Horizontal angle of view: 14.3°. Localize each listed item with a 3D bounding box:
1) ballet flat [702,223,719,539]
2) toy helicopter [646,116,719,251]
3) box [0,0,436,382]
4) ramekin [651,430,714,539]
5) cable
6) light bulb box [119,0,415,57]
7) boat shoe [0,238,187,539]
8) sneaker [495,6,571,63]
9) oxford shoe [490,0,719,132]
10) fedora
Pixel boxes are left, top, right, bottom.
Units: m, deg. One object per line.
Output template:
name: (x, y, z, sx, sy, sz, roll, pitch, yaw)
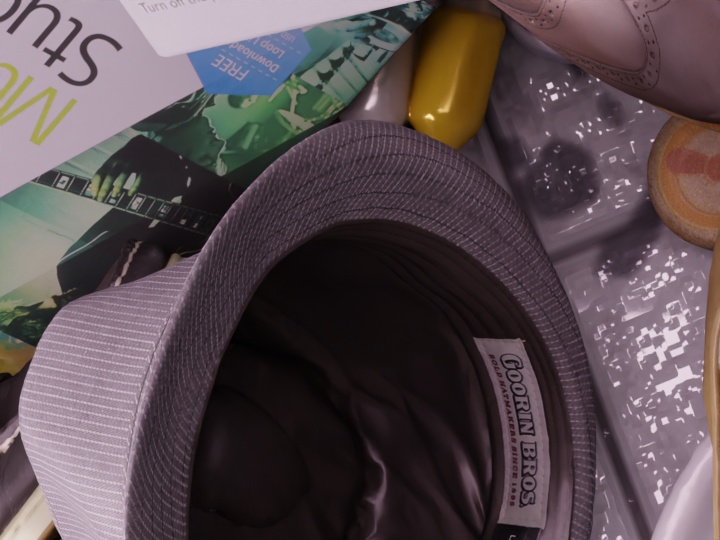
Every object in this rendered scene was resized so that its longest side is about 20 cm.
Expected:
ballet flat: (0.116, 0.056, 0.704, 0.068, 0.063, 0.201, -4, 77, 14)
toy helicopter: (0.178, -0.047, 0.819, 0.199, 0.079, 0.133, -23, 83, 21)
box: (-0.095, -0.043, 0.819, 0.200, 0.144, 0.036, -46, 39, 22)
ramekin: (0.177, 0.109, 0.762, 0.199, 0.098, 0.201, -3, 78, 14)
cable: (0.000, 0.000, 0.857, 0.097, 0.050, 0.201, -5, 78, 18)
light bulb box: (-0.020, -0.197, 0.702, 0.124, 0.200, 0.199, -10, 38, 36)
boat shoe: (-0.119, 0.067, 0.835, 0.065, 0.073, 0.200, 35, 100, -2)
sneaker: (0.107, -0.144, 0.821, 0.200, 0.114, 0.076, -40, 70, 9)
oxford shoe: (0.046, -0.092, 0.788, 0.200, 0.073, 0.072, 42, 127, 44)
fedora: (-0.023, 0.050, 0.766, 0.090, 0.200, 0.178, 7, 79, 40)
